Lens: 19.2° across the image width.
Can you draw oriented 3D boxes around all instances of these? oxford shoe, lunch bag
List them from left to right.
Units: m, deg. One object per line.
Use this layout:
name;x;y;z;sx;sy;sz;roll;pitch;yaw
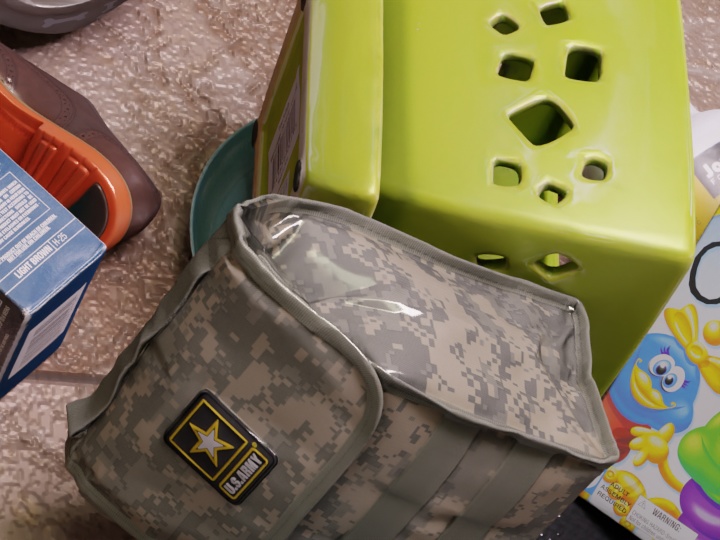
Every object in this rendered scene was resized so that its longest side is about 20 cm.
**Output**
oxford shoe;-0.187;-0.081;1.099;0.200;0.071;0.072;43;23;10
lunch bag;-0.015;0.067;0.942;0.199;0.164;0.118;21;39;-25

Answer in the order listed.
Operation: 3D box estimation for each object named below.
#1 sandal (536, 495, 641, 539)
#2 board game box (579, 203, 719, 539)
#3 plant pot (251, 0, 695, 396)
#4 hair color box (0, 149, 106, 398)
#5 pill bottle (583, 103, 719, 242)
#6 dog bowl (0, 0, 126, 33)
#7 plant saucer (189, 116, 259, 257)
sandal;0.122;0.158;1.092;0.200;0.048;0.076;16;51;-31
board game box;0.202;0.043;1.075;0.103;0.201;0.105;34;21;16
plant pot;0.044;-0.048;1.062;0.181;0.200;0.200;8;56;-11
hair color box;-0.222;-0.037;1.019;0.200;0.100;0.061;42;53;6
pill bottle;0.200;-0.017;1.195;0.112;0.112;0.200;-27;73;-35
dog bowl;-0.189;-0.213;1.142;0.200;0.059;0.201;30;37;-26
plant saucer;0.000;0.000;1.145;0.199;0.027;0.201;12;54;-17
